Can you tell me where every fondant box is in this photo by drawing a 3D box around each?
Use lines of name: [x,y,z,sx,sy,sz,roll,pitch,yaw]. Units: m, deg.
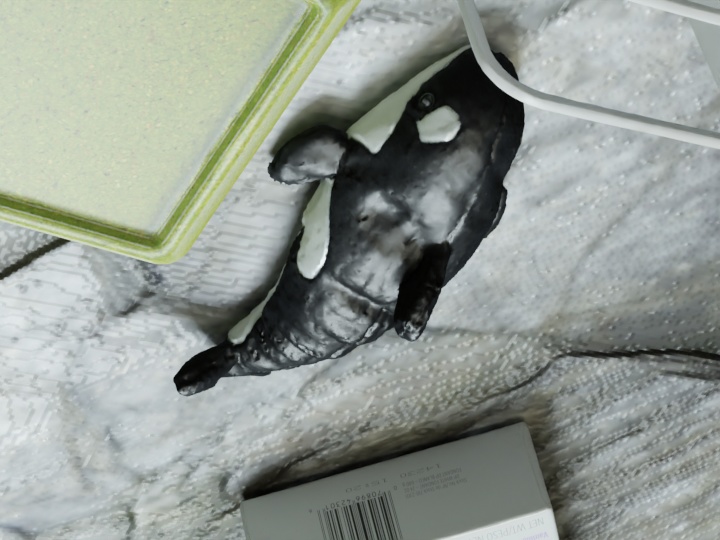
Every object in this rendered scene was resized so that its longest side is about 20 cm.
fondant box: [0.033,0.174,1.072,0.144,0.058,0.200,-16,138,0]

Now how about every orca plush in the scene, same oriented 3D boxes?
orca plush: [0.000,0.000,0.874,0.200,0.071,0.105,-36,133,21]

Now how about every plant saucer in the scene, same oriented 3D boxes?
plant saucer: [-0.103,-0.082,0.779,0.199,0.048,0.200,16,128,-29]

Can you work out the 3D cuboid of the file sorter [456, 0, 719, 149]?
file sorter: [0.119,-0.156,0.703,0.124,0.139,0.200,10,131,-21]
